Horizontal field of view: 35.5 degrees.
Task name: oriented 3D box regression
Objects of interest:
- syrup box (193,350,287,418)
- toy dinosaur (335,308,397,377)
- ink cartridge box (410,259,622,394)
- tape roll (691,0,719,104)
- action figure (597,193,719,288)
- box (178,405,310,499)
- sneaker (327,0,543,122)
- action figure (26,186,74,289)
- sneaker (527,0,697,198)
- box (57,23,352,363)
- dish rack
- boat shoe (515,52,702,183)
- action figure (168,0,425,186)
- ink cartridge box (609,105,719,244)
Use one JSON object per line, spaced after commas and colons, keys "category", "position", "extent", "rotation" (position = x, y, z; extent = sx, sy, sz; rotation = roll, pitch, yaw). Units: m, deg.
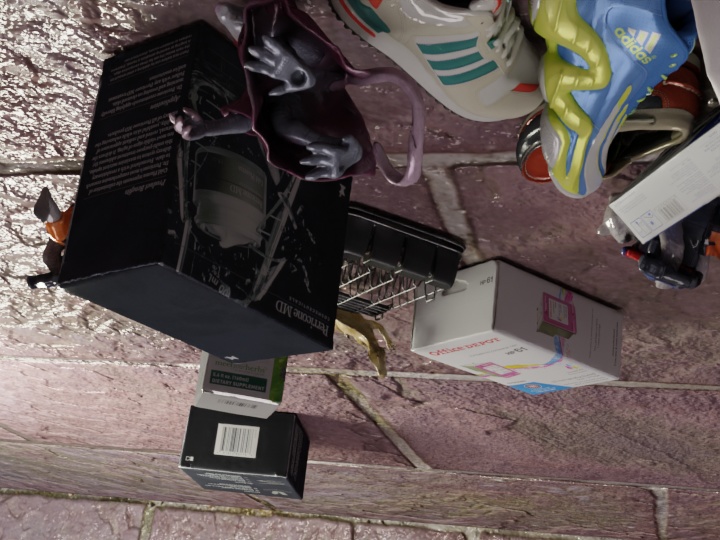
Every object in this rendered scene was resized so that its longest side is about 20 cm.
{"category": "syrup box", "position": [-0.110, 0.038, 1.127], "extent": [0.078, 0.202, 0.081], "rotation": [11, 160, -11]}
{"category": "toy dinosaur", "position": [-0.021, 0.052, 1.327], "extent": [0.199, 0.059, 0.101], "rotation": [35, -172, 29]}
{"category": "ink cartridge box", "position": [0.175, 0.069, 1.271], "extent": [0.199, 0.086, 0.144], "rotation": [22, 155, -31]}
{"category": "tape roll", "position": [0.256, -0.125, 0.577], "extent": [0.201, 0.205, 0.070], "rotation": [22, 155, -34]}
{"category": "action figure", "position": [0.305, -0.034, 0.975], "extent": [0.191, 0.106, 0.200], "rotation": [10, -174, 13]}
{"category": "box", "position": [-0.204, 0.330, 2.033], "extent": [0.194, 0.119, 0.200], "rotation": [5, 158, 7]}
{"category": "sneaker", "position": [0.073, -0.159, 0.733], "extent": [0.199, 0.071, 0.093], "rotation": [28, 158, -36]}
{"category": "action figure", "position": [-0.246, -0.051, 1.146], "extent": [0.198, 0.106, 0.193], "rotation": [-13, 173, -19]}
{"category": "sneaker", "position": [0.170, -0.123, 0.739], "extent": [0.104, 0.076, 0.201], "rotation": [0, 142, 18]}
{"category": "box", "position": [-0.114, -0.052, 0.901], "extent": [0.123, 0.199, 0.199], "rotation": [-9, 154, 37]}
{"category": "dish rack", "position": [0.000, 0.000, 1.202], "extent": [0.152, 0.055, 0.200], "rotation": [19, 158, -23]}
{"category": "boat shoe", "position": [0.183, -0.101, 0.860], "extent": [0.071, 0.063, 0.200], "rotation": [15, 159, -24]}
{"category": "action figure", "position": [-0.046, -0.145, 0.729], "extent": [0.147, 0.135, 0.200], "rotation": [2, -156, -14]}
{"category": "ink cartridge box", "position": [0.264, -0.093, 0.801], "extent": [0.044, 0.094, 0.200], "rotation": [48, 157, 2]}
